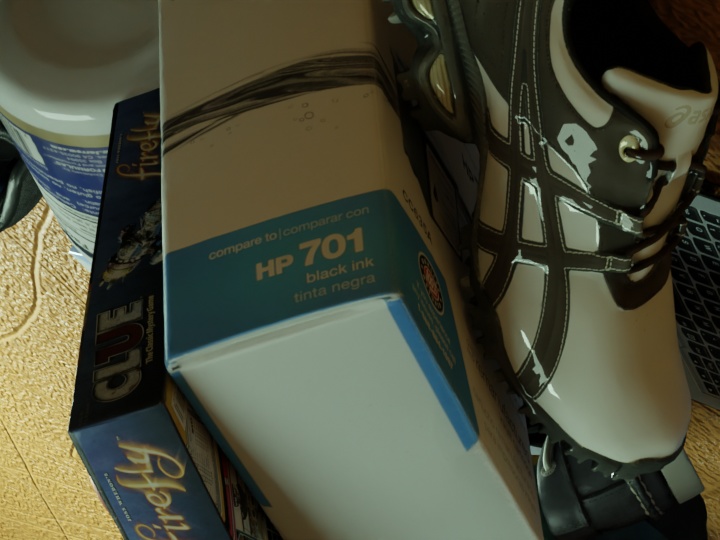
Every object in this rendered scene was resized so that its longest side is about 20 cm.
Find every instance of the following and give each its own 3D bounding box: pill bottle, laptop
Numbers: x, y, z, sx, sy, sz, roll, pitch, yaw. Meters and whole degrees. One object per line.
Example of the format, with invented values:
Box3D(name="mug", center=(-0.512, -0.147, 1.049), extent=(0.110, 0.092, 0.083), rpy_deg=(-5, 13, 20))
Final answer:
Box3D(name="pill bottle", center=(-0.083, -0.061, 1.103), extent=(0.111, 0.111, 0.200), rpy_deg=(28, 161, 22))
Box3D(name="laptop", center=(0.125, 0.060, 1.028), extent=(0.199, 0.116, 0.188), rpy_deg=(22, 158, 36))

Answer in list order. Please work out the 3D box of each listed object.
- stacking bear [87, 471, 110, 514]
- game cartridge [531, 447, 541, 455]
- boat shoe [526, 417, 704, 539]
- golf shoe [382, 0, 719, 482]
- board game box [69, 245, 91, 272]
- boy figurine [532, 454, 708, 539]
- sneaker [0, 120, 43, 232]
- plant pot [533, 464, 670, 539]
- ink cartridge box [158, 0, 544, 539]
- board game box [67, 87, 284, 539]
Box3D(name="stacking bear", center=(-0.050, 0.066, 1.212), extent=(0.200, 0.113, 0.122), rpy_deg=(149, 110, -68))
Box3D(name="game cartridge", center=(0.010, 0.024, 1.280), extent=(0.200, 0.042, 0.133), rpy_deg=(38, 166, -8))
Box3D(name="boat shoe", center=(0.067, 0.037, 1.049), extent=(0.073, 0.062, 0.200), rpy_deg=(57, -179, -33))
Box3D(name="golf shoe", center=(0.079, -0.024, 0.873), extent=(0.094, 0.078, 0.201), rpy_deg=(-10, 109, 40))
Box3D(name="board game box", center=(-0.047, 0.046, 1.436), extent=(0.200, 0.037, 0.151), rpy_deg=(47, 160, -30))
Box3D(name="boy figurine", center=(0.069, 0.100, 1.181), extent=(0.200, 0.124, 0.065), rpy_deg=(24, 119, 54))
Box3D(name="sneaker", center=(-0.172, -0.067, 1.246), extent=(0.073, 0.112, 0.200), rpy_deg=(39, 162, -11))
Box3D(name="plant pot", center=(0.083, 0.178, 1.019), extent=(0.141, 0.141, 0.200), rpy_deg=(1, -133, -52))
Box3D(name="ink cartridge box", center=(-0.007, -0.011, 0.930), extent=(0.085, 0.201, 0.147), rpy_deg=(-16, 137, 14))
Box3D(name="board game box", center=(-0.052, 0.042, 0.938), extent=(0.034, 0.201, 0.136), rpy_deg=(-17, 122, 11))
